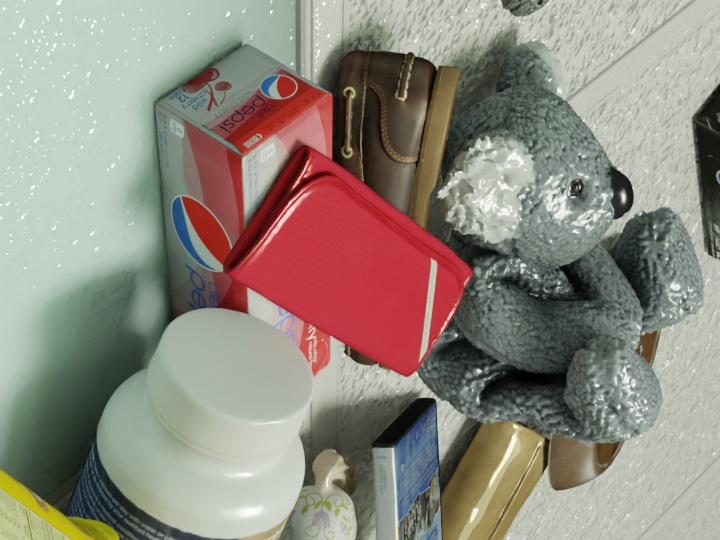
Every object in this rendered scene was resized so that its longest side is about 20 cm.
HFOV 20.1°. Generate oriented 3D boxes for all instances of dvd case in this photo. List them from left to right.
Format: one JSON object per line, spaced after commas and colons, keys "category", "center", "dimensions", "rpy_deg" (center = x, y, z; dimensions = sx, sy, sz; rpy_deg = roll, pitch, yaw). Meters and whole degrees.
{"category": "dvd case", "center": [0.034, 0.196, 1.346], "dimensions": [0.143, 0.017, 0.202], "rpy_deg": [-33, 121, -75]}

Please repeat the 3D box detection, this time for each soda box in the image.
{"category": "soda box", "center": [-0.059, -0.014, 1.071], "dimensions": [0.070, 0.063, 0.201], "rpy_deg": [-39, 146, -32]}
{"category": "soda box", "center": [0.316, -0.070, 1.617], "dimensions": [0.063, 0.071, 0.200], "rpy_deg": [-50, 151, -17]}

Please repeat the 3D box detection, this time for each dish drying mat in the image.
{"category": "dish drying mat", "center": [0.000, 0.000, 1.079], "dimensions": [0.077, 0.018, 0.200], "rpy_deg": [-56, 148, 0]}

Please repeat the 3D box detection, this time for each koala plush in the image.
{"category": "koala plush", "center": [0.101, -0.024, 1.240], "dimensions": [0.178, 0.182, 0.201], "rpy_deg": [-60, 146, -48]}

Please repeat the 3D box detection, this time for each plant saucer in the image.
{"category": "plant saucer", "center": [0.193, 0.077, 1.553], "dimensions": [0.200, 0.032, 0.202], "rpy_deg": [17, 90, -72]}

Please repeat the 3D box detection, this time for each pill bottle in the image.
{"category": "pill bottle", "center": [-0.094, 0.121, 1.065], "dimensions": [0.111, 0.111, 0.201], "rpy_deg": [-24, 147, -47]}

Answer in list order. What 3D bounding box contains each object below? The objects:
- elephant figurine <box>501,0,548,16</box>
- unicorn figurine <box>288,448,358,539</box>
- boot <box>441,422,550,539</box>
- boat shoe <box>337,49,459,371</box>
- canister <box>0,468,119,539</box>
{"category": "elephant figurine", "center": [0.189, -0.231, 1.171], "dimensions": [0.200, 0.141, 0.156], "rpy_deg": [-48, 157, -26]}
{"category": "unicorn figurine", "center": [-0.024, 0.206, 1.265], "dimensions": [0.073, 0.202, 0.138], "rpy_deg": [-7, 160, -6]}
{"category": "boot", "center": [0.058, 0.192, 1.477], "dimensions": [0.201, 0.066, 0.175], "rpy_deg": [-59, 161, 0]}
{"category": "boat shoe", "center": [0.007, -0.035, 1.159], "dimensions": [0.071, 0.070, 0.201], "rpy_deg": [-79, 178, -60]}
{"category": "canister", "center": [-0.204, 0.145, 0.930], "dimensions": [0.148, 0.087, 0.200], "rpy_deg": [-24, 149, 7]}
